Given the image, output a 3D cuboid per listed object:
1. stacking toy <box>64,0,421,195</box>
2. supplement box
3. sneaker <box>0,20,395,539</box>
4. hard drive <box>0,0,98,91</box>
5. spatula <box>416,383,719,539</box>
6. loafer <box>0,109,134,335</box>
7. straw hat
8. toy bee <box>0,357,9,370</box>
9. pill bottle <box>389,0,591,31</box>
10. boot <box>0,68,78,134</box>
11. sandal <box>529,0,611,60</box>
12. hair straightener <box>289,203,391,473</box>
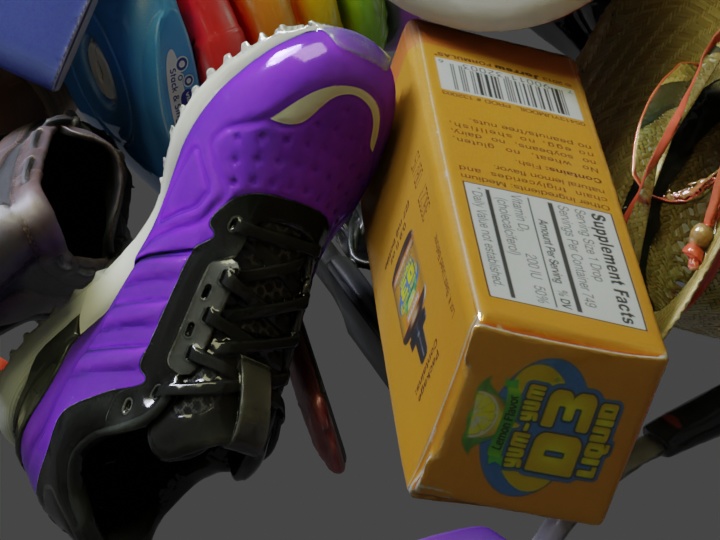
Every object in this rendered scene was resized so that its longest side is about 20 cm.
[{"bbox_3d":[-0.017,-0.113,1.195,0.199,0.117,0.110,-23,33,-21],"label":"stacking toy"},{"bbox_3d":[0.044,-0.004,0.954,0.068,0.067,0.200,13,29,-11],"label":"supplement box"},{"bbox_3d":[-0.043,0.016,0.989,0.201,0.069,0.100,-53,36,22],"label":"sneaker"},{"bbox_3d":[-0.176,-0.168,1.102,0.199,0.133,0.025,24,3,-1],"label":"hard drive"},{"bbox_3d":[0.083,0.067,0.958,0.199,0.021,0.056,-29,33,-17],"label":"spatula"},{"bbox_3d":[-0.108,-0.020,1.084,0.063,0.072,0.200,-27,6,16],"label":"loafer"},{"bbox_3d":[0.124,-0.017,0.992,0.085,0.202,0.202,21,30,-16],"label":"straw hat"},{"bbox_3d":[-0.185,0.024,1.088,0.131,0.108,0.200,-47,28,19],"label":"toy bee"},{"bbox_3d":[0.055,-0.151,1.082,0.119,0.120,0.200,-12,6,9],"label":"pill bottle"},{"bbox_3d":[-0.217,-0.067,1.248,0.199,0.074,0.155,9,46,38],"label":"boot"},{"bbox_3d":[0.111,-0.104,1.165,0.075,0.048,0.200,-30,34,-18],"label":"sandal"},{"bbox_3d":[0.000,0.000,1.086,0.076,0.041,0.200,-19,29,-3],"label":"hair straightener"}]
